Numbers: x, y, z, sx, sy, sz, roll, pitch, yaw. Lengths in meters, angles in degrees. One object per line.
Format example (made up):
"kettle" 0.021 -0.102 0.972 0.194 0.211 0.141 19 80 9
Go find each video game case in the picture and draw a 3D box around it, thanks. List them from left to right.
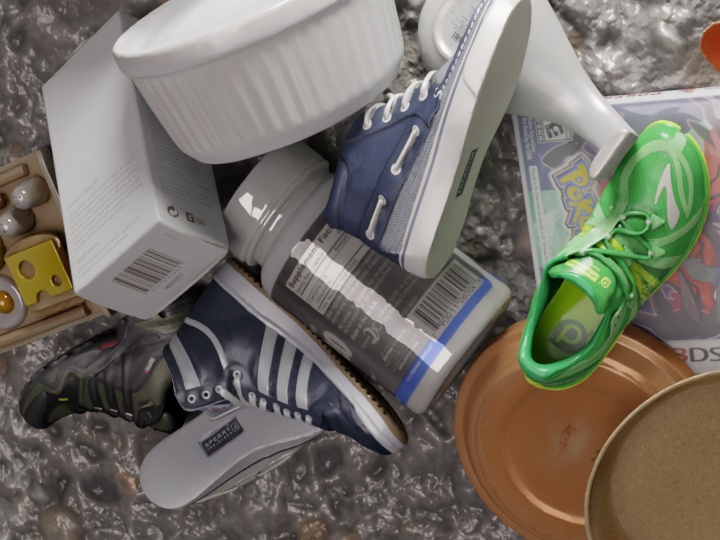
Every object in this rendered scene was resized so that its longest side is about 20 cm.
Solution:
"video game case" 0.205 -0.023 1.226 0.180 0.023 0.202 -3 106 25

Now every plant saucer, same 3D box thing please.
"plant saucer" 0.161 0.126 1.277 0.198 0.032 0.202 10 120 18
"plant saucer" 0.249 0.149 1.222 0.198 0.036 0.202 -2 115 -4

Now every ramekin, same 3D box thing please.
"ramekin" -0.062 -0.151 1.211 0.201 0.203 0.095 -13 113 27

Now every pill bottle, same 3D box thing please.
"pill bottle" 0.000 0.000 1.275 0.199 0.114 0.114 38 118 8

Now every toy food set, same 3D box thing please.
"toy food set" -0.302 -0.001 1.441 0.199 0.060 0.145 -19 99 29

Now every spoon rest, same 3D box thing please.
"spoon rest" 0.114 -0.133 1.201 0.200 0.060 0.100 47 111 28

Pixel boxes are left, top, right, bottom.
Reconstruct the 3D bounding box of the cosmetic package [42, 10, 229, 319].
"cosmetic package" -0.166 -0.077 1.288 0.101 0.074 0.201 -36 50 30

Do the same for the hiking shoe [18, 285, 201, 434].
"hiking shoe" -0.189 0.096 1.415 0.199 0.076 0.101 -30 90 29

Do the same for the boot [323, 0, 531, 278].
"boot" 0.040 -0.101 1.166 0.090 0.073 0.202 27 108 20

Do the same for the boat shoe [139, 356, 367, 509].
"boat shoe" -0.078 0.124 1.378 0.199 0.066 0.072 -37 75 7

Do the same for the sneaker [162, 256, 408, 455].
"sneaker" -0.062 0.092 1.307 0.200 0.070 0.109 42 90 22

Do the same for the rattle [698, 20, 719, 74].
"rattle" 0.303 -0.068 1.156 0.199 0.143 0.131 33 82 20

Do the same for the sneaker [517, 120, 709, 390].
"sneaker" 0.169 -0.003 1.178 0.074 0.083 0.201 31 102 14
